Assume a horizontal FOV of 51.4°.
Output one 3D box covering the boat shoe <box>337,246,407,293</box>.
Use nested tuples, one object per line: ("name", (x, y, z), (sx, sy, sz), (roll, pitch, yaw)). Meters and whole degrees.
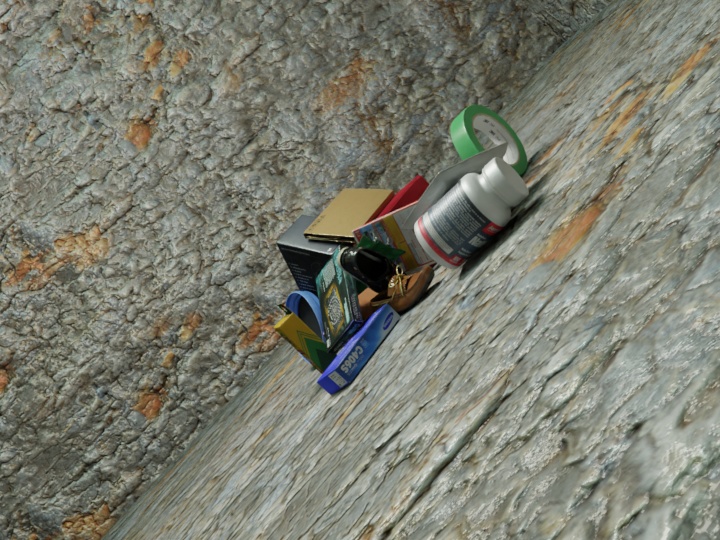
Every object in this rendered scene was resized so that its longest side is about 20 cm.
("boat shoe", (0.042, 0.005, 1.633), (0.063, 0.201, 0.074), (2, 70, 50))

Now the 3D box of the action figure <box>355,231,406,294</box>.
("action figure", (0.000, 0.000, 1.712), (0.200, 0.118, 0.055), (-51, 30, 29))

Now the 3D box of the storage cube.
("storage cube", (0.118, -0.089, 1.833), (0.180, 0.171, 0.200), (-50, 6, -29))

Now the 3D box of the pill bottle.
("pill bottle", (0.207, -0.108, 1.384), (0.200, 0.120, 0.120), (-44, 5, 27))

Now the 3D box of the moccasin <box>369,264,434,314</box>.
("moccasin", (0.085, 0.039, 1.576), (0.074, 0.078, 0.201), (-49, 5, -34))

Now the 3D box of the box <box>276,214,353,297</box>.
("box", (-0.084, -0.023, 1.951), (0.199, 0.197, 0.124), (13, 52, 37))

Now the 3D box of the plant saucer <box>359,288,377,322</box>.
("plant saucer", (0.008, 0.071, 1.764), (0.199, 0.038, 0.201), (-17, 33, 11))

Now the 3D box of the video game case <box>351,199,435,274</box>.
("video game case", (0.090, -0.063, 1.695), (0.199, 0.144, 0.017), (-22, 10, 33))

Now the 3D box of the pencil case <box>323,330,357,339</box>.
("pencil case", (-0.006, 0.099, 1.843), (0.085, 0.084, 0.200), (6, 40, 36))

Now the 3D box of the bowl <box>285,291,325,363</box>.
("bowl", (-0.137, 0.149, 1.998), (0.039, 0.202, 0.201), (-18, -11, -31))

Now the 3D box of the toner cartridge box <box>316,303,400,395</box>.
("toner cartridge box", (-0.003, 0.161, 1.534), (0.200, 0.043, 0.095), (-49, 6, -36))

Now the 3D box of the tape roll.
("tape roll", (0.299, -0.290, 1.730), (0.048, 0.200, 0.201), (-42, 6, 41))

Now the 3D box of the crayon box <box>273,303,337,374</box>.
("crayon box", (-0.131, 0.161, 1.721), (0.051, 0.200, 0.127), (-46, 4, -11))

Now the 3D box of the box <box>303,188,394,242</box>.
("box", (-0.028, -0.142, 1.881), (0.163, 0.021, 0.200), (6, 42, 36))

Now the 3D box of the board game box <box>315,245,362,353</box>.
("board game box", (-0.050, 0.064, 1.662), (0.135, 0.028, 0.201), (-52, 39, 44))

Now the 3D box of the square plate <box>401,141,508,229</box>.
("square plate", (0.193, -0.162, 1.501), (0.199, 0.029, 0.198), (-26, -18, -32))
